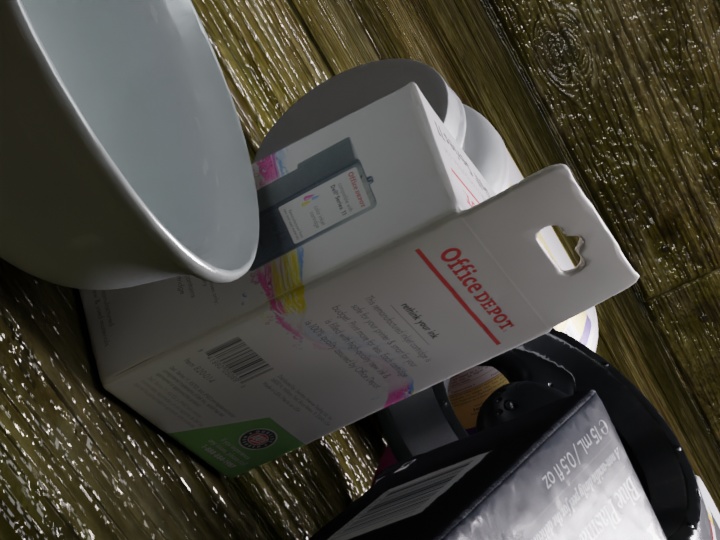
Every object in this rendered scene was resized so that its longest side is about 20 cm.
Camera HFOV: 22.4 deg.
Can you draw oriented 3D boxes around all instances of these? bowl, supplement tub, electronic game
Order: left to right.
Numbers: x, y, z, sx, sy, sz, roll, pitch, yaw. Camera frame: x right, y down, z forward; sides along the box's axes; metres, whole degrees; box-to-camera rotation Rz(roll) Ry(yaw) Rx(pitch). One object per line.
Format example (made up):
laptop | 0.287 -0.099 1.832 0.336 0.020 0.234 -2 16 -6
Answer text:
bowl | -0.121 -0.072 0.632 0.202 0.090 0.201 60 12 -23
supplement tub | 0.038 -0.007 1.043 0.200 0.145 0.146 55 15 -37
electronic game | 0.093 0.091 0.913 0.199 0.042 0.200 25 32 -17

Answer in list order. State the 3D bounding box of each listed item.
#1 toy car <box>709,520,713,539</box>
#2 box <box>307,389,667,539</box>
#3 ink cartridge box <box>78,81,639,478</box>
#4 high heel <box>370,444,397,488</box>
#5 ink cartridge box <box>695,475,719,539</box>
toy car | 0.157 0.205 0.978 0.200 0.150 0.175 49 -19 -1
box | 0.059 0.180 0.726 0.201 0.117 0.197 65 29 -2
ink cartridge box | 0.000 0.000 0.739 0.117 0.199 0.068 47 21 -55
high heel | 0.025 0.132 0.888 0.200 0.067 0.096 -96 168 -48
ink cartridge box | 0.165 0.210 1.153 0.200 0.147 0.086 -31 97 -79
